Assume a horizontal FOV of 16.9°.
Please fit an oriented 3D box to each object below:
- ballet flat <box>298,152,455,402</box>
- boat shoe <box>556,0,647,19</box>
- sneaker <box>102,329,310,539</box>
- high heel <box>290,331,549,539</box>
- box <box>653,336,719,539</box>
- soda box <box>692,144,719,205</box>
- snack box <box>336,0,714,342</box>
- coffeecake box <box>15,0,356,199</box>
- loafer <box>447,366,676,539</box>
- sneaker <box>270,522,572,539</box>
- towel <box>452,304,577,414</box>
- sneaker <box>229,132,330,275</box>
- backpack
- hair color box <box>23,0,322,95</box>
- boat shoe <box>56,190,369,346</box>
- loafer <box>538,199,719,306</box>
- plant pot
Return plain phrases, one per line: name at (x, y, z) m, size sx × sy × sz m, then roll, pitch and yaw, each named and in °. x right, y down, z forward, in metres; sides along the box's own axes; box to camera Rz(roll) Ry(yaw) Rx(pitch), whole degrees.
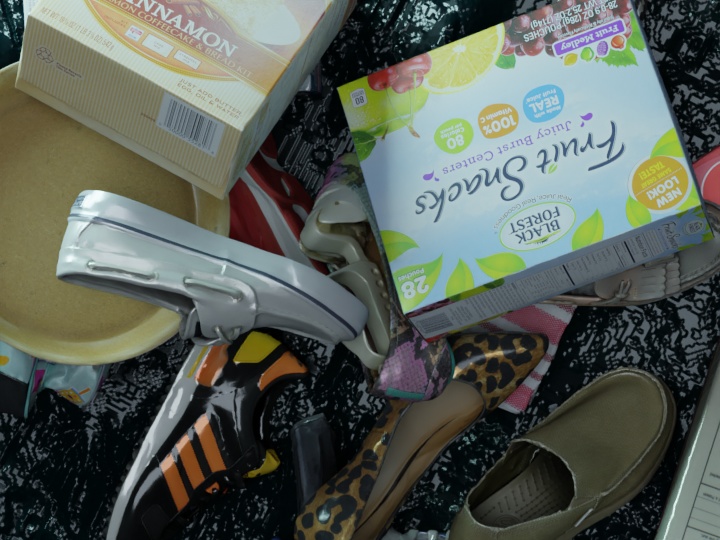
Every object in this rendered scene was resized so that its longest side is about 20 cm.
ballet flat at (0.000, 0.000, 1.597) m, size 0.069 × 0.071 × 0.201 m, roll -52°, pitch 48°, yaw 40°
boat shoe at (0.127, -0.121, 1.637) m, size 0.074 × 0.060 × 0.201 m, roll 37°, pitch 96°, yaw 1°
sneaker at (-0.105, 0.134, 1.666) m, size 0.089 × 0.070 × 0.201 m, roll 25°, pitch 92°, yaw 10°
high heel at (0.045, 0.124, 1.590) m, size 0.199 × 0.143 × 0.072 m, roll -27°, pitch 129°, yaw 15°
box at (0.267, 0.146, 1.572) m, size 0.127 × 0.109 × 0.201 m, roll 19°, pitch 76°, yaw 5°
soda box at (0.274, -0.069, 1.614) m, size 0.199 × 0.070 × 0.064 m, roll -33°, pitch 87°, yaw 7°
snack box at (0.104, -0.069, 1.539) m, size 0.199 × 0.068 × 0.170 m, roll -20°, pitch 67°, yaw 10°
coffeecake box at (-0.103, -0.165, 1.544) m, size 0.153 × 0.073 × 0.201 m, roll 28°, pitch 51°, yaw 5°
loafer at (0.137, 0.133, 1.603) m, size 0.076 × 0.068 × 0.200 m, roll 38°, pitch 67°, yaw 21°
sneaker at (0.032, 0.189, 1.643) m, size 0.199 × 0.081 × 0.147 m, roll -33°, pitch 91°, yaw 12°
towel at (0.087, -0.017, 1.636) m, size 0.146 × 0.030 × 0.201 m, roll 27°, pitch 110°, yaw 8°
sneaker at (-0.109, -0.054, 1.633) m, size 0.115 × 0.079 × 0.201 m, roll -23°, pitch 114°, yaw 18°
backpack at (-0.221, -0.009, 1.631) m, size 0.152 × 0.176 × 0.202 m, roll 12°, pitch 91°, yaw -10°
hair color box at (-0.129, -0.165, 1.670) m, size 0.198 × 0.061 × 0.101 m, roll -2°, pitch 91°, yaw 7°
boat shoe at (-0.093, 0.014, 1.514) m, size 0.199 × 0.072 × 0.066 m, roll 23°, pitch 73°, yaw -14°
loafer at (0.144, -0.004, 1.572) m, size 0.198 × 0.063 × 0.073 m, roll -6°, pitch 102°, yaw 18°
plant pot at (-0.181, -0.038, 1.542) m, size 0.198 × 0.027 × 0.202 m, roll 4°, pitch 79°, yaw -21°
